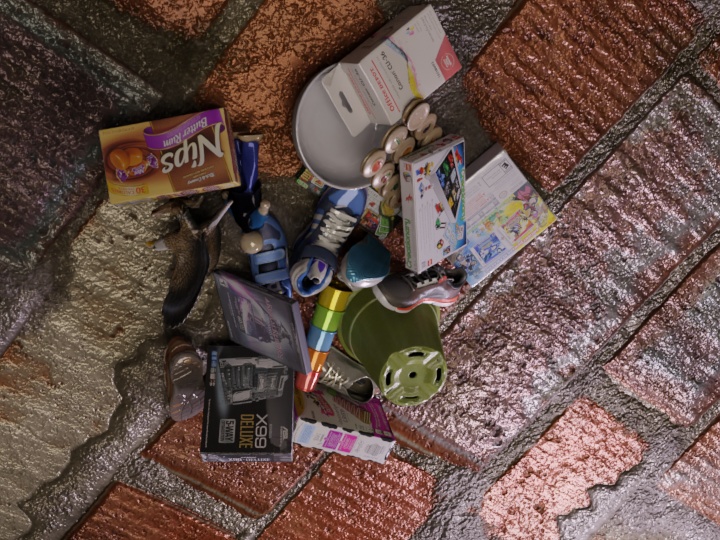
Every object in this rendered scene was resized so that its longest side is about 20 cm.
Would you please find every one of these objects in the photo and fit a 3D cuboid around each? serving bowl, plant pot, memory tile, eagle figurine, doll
[{"bbox_3d":[-0.027,-0.232,1.546,0.198,0.066,0.202,-6,102,-29],"label":"serving bowl"},{"bbox_3d":[0.070,0.137,1.716,0.198,0.190,0.202,-5,120,-10],"label":"plant pot"},{"bbox_3d":[0.076,-0.184,1.560,0.154,0.017,0.200,-49,156,0],"label":"memory tile"},{"bbox_3d":[-0.280,-0.028,1.571,0.151,0.150,0.202,-26,116,-36],"label":"eagle figurine"},{"bbox_3d":[-0.182,-0.123,1.556,0.048,0.136,0.202,-15,114,-35],"label":"doll"}]

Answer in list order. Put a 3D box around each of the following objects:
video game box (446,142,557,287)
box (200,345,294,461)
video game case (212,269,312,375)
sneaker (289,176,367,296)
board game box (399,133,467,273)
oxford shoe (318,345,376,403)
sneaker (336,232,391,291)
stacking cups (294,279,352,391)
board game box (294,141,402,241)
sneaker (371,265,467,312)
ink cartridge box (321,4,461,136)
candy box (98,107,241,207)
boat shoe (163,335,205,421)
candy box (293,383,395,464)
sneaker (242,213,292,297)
[{"bbox_3d":[0.220,-0.096,1.709,0.200,0.047,0.182,-39,117,9],"label":"video game box"},{"bbox_3d":[-0.194,0.232,1.688,0.156,0.202,0.050,1,151,-2],"label":"box"},{"bbox_3d":[-0.167,0.086,1.641,0.019,0.199,0.144,-34,128,-35],"label":"video game case"},{"bbox_3d":[-0.050,-0.045,1.594,0.080,0.147,0.200,27,121,-22],"label":"sneaker"},{"bbox_3d":[0.123,-0.110,1.599,0.126,0.034,0.202,-29,127,-36],"label":"board game box"},{"bbox_3d":[-0.048,0.189,1.792,0.199,0.058,0.075,28,112,-23],"label":"oxford shoe"},{"bbox_3d":[0.000,0.000,1.623,0.076,0.200,0.081,42,105,0],"label":"sneaker"},{"bbox_3d":[-0.071,0.117,1.729,0.060,0.061,0.202,13,106,-20],"label":"stacking cups"},{"bbox_3d":[-0.004,-0.141,1.644,0.199,0.023,0.105,33,104,-27],"label":"board game box"},{"bbox_3d":[0.106,0.016,1.676,0.199,0.077,0.082,-6,143,-42],"label":"sneaker"},{"bbox_3d":[0.048,-0.306,1.496,0.200,0.067,0.117,-42,118,-16],"label":"ink cartridge box"},{"bbox_3d":[-0.292,-0.173,1.491,0.198,0.056,0.118,-9,88,3],"label":"candy box"},{"bbox_3d":[-0.315,0.192,1.723,0.075,0.072,0.201,-13,141,-24],"label":"boat shoe"},{"bbox_3d":[-0.047,0.276,1.794,0.198,0.137,0.061,16,113,-22],"label":"candy box"},{"bbox_3d":[-0.153,-0.003,1.648,0.073,0.082,0.202,-13,118,-5],"label":"sneaker"}]
